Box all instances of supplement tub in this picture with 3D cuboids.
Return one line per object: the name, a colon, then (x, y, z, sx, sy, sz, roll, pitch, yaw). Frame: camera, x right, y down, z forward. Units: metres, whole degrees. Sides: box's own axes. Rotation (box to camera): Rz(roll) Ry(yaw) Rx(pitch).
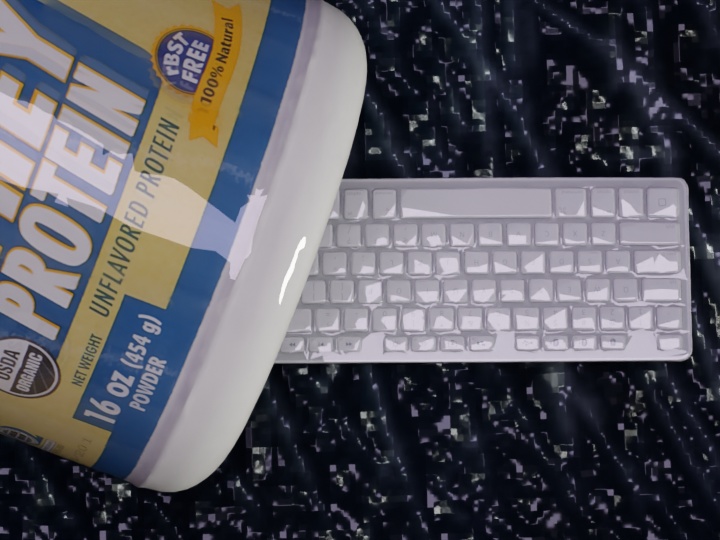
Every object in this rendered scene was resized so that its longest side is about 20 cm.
supplement tub: (-0.112, -0.037, 0.800, 0.199, 0.145, 0.145, 20, 84, -8)

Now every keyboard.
keyboard: (0.000, 0.000, 0.885, 0.199, 0.011, 0.057, 0, 83, 1)
